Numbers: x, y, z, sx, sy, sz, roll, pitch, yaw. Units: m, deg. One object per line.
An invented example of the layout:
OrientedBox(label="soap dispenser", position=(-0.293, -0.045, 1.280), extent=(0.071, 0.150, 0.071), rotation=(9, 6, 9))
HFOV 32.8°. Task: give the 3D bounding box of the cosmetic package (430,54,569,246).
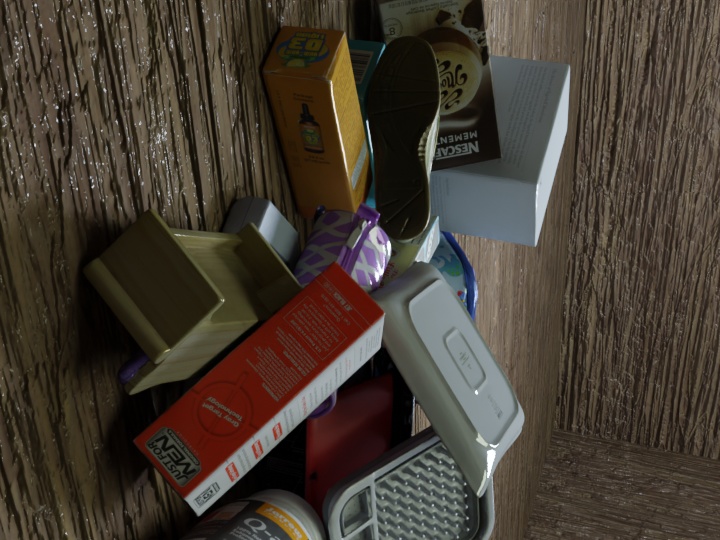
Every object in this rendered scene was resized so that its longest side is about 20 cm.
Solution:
OrientedBox(label="cosmetic package", position=(0.142, -0.155, 1.500), extent=(0.123, 0.198, 0.201), rotation=(78, 27, -52))

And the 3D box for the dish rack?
OrientedBox(label="dish rack", position=(0.043, 0.233, 1.170), extent=(0.199, 0.043, 0.173), rotation=(-25, 123, -30))

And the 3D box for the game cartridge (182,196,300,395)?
OrientedBox(label="game cartridge", position=(-0.102, 0.045, 1.057), extent=(0.133, 0.041, 0.202), rotation=(45, 55, -66))

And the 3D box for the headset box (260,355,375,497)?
OrientedBox(label="headset box", position=(-0.039, 0.164, 1.268), extent=(0.149, 0.076, 0.202), rotation=(-17, 117, -72))

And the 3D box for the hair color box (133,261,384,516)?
OrientedBox(label="hair color box", position=(-0.073, 0.092, 0.931), extent=(0.200, 0.061, 0.102), rotation=(-42, 167, -14))

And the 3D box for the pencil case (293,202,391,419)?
OrientedBox(label="pencil case", position=(-0.030, 0.034, 1.085), extent=(0.086, 0.083, 0.201), rotation=(-45, -160, 50))

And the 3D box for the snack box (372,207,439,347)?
OrientedBox(label="snack box", position=(0.000, 0.000, 1.239), extent=(0.200, 0.115, 0.037), rotation=(-59, 151, -52))

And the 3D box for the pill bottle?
OrientedBox(label="pill bottle", position=(-0.103, 0.259, 1.023), extent=(0.200, 0.115, 0.118), rotation=(-28, 125, -71))

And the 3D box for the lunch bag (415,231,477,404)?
OrientedBox(label="lunch bag", position=(0.089, 0.057, 1.533), extent=(0.161, 0.082, 0.202), rotation=(-117, -154, -59))

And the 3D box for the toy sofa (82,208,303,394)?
OrientedBox(label="toy sofa", position=(-0.122, 0.021, 0.887), extent=(0.097, 0.083, 0.200), rotation=(-41, 169, 12))

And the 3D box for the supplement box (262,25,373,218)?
OrientedBox(label="supplement box", position=(-0.036, -0.131, 1.135), extent=(0.201, 0.066, 0.069), rotation=(77, 27, -54))

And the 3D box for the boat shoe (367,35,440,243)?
OrientedBox(label="boat shoe", position=(0.043, -0.129, 1.217), extent=(0.063, 0.072, 0.203), rotation=(94, -6, -86))

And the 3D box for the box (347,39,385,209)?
OrientedBox(label="box", position=(0.004, -0.142, 1.298), extent=(0.201, 0.049, 0.083), rotation=(77, 27, -52))

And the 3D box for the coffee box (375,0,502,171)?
OrientedBox(label="coffee box", position=(0.086, -0.218, 1.339), extent=(0.080, 0.112, 0.202), rotation=(-100, 178, -61))

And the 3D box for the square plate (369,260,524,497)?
OrientedBox(label="square plate", position=(0.088, 0.088, 1.135), extent=(0.199, 0.028, 0.200), rotation=(58, 22, 0))

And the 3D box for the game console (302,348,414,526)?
OrientedBox(label="game console", position=(-0.012, 0.177, 1.203), extent=(0.173, 0.117, 0.202), rotation=(-116, -153, -64))
